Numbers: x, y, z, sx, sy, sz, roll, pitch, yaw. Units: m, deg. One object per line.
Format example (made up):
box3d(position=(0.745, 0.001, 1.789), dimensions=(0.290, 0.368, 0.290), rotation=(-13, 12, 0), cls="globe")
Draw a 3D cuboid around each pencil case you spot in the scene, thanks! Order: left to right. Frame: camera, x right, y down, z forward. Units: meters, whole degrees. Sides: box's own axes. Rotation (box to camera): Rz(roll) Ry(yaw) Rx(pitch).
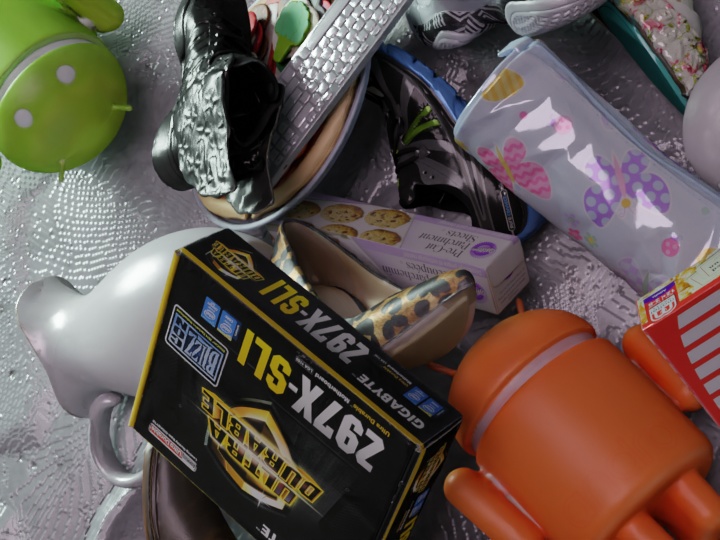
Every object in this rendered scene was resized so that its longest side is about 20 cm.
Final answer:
box3d(position=(0.153, -0.056, 0.942), dimensions=(0.200, 0.091, 0.083), rotation=(39, 56, 10), cls="pencil case")

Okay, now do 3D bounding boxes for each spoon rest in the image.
box3d(position=(0.278, -0.131, 0.938), dimensions=(0.099, 0.061, 0.200), rotation=(33, 100, -4), cls="spoon rest")

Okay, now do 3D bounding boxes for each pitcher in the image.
box3d(position=(-0.136, 0.064, 1.090), dimensions=(0.200, 0.121, 0.172), rotation=(-16, 95, 33), cls="pitcher")

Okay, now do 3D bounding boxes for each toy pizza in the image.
box3d(position=(-0.068, -0.126, 1.085), dimensions=(0.200, 0.032, 0.200), rotation=(-25, 54, 41), cls="toy pizza")

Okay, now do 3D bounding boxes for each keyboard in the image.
box3d(position=(-0.031, -0.130, 1.020), dimensions=(0.200, 0.011, 0.056), rotation=(-52, 54, 10), cls="keyboard")

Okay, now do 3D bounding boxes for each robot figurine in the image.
box3d(position=(-0.261, -0.156, 1.182), dimensions=(0.175, 0.116, 0.200), rotation=(-48, 64, 4), cls="robot figurine")
box3d(position=(0.136, 0.103, 0.936), dimensions=(0.200, 0.117, 0.144), rotation=(46, 113, 25), cls="robot figurine")

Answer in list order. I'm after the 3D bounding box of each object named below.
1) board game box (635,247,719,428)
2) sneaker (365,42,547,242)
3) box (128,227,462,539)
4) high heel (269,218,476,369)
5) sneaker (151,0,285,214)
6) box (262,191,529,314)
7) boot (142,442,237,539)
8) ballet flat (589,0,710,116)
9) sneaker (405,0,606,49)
box3d(position=(0.284, 0.026, 0.868), dimensions=(0.200, 0.046, 0.152), rotation=(-36, 106, 17), cls="board game box")
box3d(position=(0.043, -0.087, 1.042), dimensions=(0.083, 0.071, 0.200), rotation=(-45, 67, 5), cls="sneaker")
box3d(position=(-0.046, 0.093, 0.934), dimensions=(0.200, 0.049, 0.160), rotation=(38, 129, 21), cls="box")
box3d(position=(0.000, 0.000, 0.961), dimensions=(0.200, 0.071, 0.143), rotation=(-42, 61, 53), cls="high heel")
box3d(position=(-0.086, -0.124, 1.020), dimensions=(0.104, 0.060, 0.200), rotation=(-19, 55, 49), cls="sneaker")
box3d(position=(0.020, -0.016, 1.030), dimensions=(0.200, 0.039, 0.041), rotation=(15, 46, 40), cls="box")
box3d(position=(-0.081, 0.199, 1.038), dimensions=(0.097, 0.075, 0.200), rotation=(-16, 90, 29), cls="boot")
box3d(position=(0.176, -0.185, 0.996), dimensions=(0.064, 0.076, 0.200), rotation=(-41, 68, 4), cls="ballet flat")
box3d(position=(0.078, -0.212, 0.990), dimensions=(0.200, 0.075, 0.115), rotation=(10, 128, 63), cls="sneaker")
